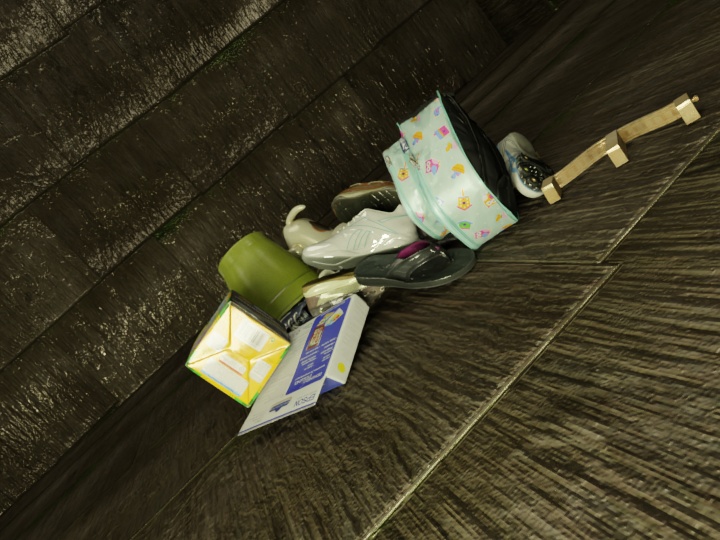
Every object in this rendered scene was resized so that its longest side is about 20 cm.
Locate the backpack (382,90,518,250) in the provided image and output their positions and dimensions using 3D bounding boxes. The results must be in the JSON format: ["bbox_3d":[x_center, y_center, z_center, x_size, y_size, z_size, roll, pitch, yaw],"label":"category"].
[{"bbox_3d":[0.135,-0.129,0.781,0.153,0.175,0.202,-38,51,18],"label":"backpack"}]

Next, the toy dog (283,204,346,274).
[{"bbox_3d":[-0.077,-0.065,1.305,0.197,0.197,0.139,-3,8,14],"label":"toy dog"}]

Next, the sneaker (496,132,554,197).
[{"bbox_3d":[0.245,-0.152,0.834,0.073,0.071,0.201,-58,10,29],"label":"sneaker"}]

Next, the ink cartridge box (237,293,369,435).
[{"bbox_3d":[-0.083,0.153,0.824,0.197,0.047,0.202,-31,29,40],"label":"ink cartridge box"}]

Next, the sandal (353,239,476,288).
[{"bbox_3d":[0.070,-0.011,0.794,0.198,0.048,0.076,-5,37,33],"label":"sandal"}]

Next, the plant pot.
[{"bbox_3d":[-0.205,0.026,1.191,0.200,0.193,0.201,-44,-8,-8],"label":"plant pot"}]

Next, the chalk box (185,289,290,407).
[{"bbox_3d":[-0.207,0.122,0.928,0.125,0.124,0.200,-55,12,-4],"label":"chalk box"}]

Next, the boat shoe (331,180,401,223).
[{"bbox_3d":[0.041,-0.137,0.999,0.197,0.076,0.074,2,41,28],"label":"boat shoe"}]

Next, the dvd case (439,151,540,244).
[{"bbox_3d":[0.212,-0.122,0.950,0.200,0.016,0.148,-48,12,-23],"label":"dvd case"}]

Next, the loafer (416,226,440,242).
[{"bbox_3d":[0.156,-0.106,0.916,0.200,0.071,0.073,-47,54,11],"label":"loafer"}]

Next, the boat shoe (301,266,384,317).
[{"bbox_3d":[0.003,0.029,0.904,0.198,0.067,0.072,-14,11,-3],"label":"boat shoe"}]

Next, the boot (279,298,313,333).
[{"bbox_3d":[-0.137,0.116,1.048,0.200,0.073,0.090,-51,0,-41],"label":"boot"}]

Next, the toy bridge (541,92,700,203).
[{"bbox_3d":[0.325,-0.157,0.686,0.199,0.027,0.067,-33,13,35],"label":"toy bridge"}]

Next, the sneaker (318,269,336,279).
[{"bbox_3d":[-0.052,0.055,0.983,0.067,0.090,0.200,-38,12,10],"label":"sneaker"}]

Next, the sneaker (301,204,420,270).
[{"bbox_3d":[-0.002,-0.053,0.891,0.197,0.081,0.071,-12,-15,-5],"label":"sneaker"}]

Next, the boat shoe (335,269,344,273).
[{"bbox_3d":[0.001,0.001,1.056,0.065,0.074,0.202,-49,6,-16],"label":"boat shoe"}]
